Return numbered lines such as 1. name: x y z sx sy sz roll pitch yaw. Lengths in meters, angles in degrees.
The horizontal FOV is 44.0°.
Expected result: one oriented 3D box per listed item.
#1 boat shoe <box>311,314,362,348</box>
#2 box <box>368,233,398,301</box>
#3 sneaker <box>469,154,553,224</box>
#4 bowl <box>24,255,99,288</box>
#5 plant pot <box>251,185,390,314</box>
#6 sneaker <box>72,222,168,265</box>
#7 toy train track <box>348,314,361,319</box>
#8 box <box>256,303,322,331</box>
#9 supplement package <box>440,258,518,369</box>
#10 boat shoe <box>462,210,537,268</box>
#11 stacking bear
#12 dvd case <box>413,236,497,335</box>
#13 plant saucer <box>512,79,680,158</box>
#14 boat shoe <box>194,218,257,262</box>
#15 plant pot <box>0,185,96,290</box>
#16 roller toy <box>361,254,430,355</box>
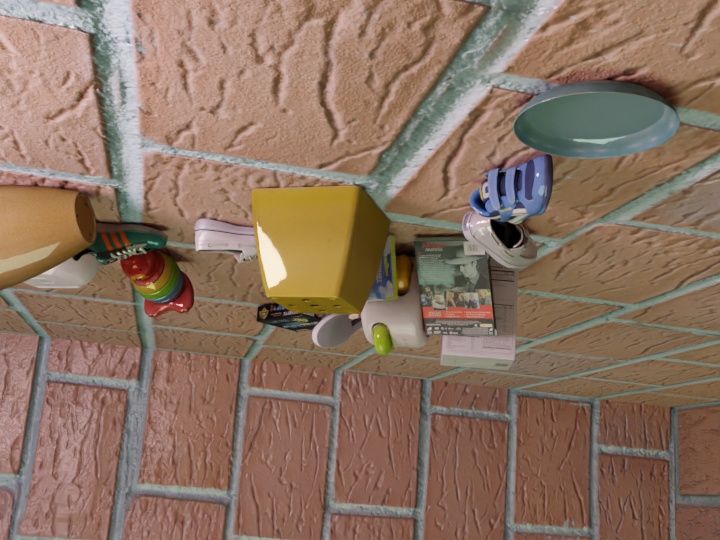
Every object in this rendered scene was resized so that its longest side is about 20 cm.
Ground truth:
1. boat shoe: -0.046 0.103 1.891 0.065 0.071 0.199 12 -149 38
2. box: 0.000 0.000 1.721 0.198 0.125 0.047 -8 175 43
3. sneaker: 0.221 -0.115 1.294 0.081 0.076 0.200 9 165 -10
4. bowl: -0.718 -0.011 2.030 0.195 0.076 0.200 0 164 16
5. plant pot: -0.072 -0.026 1.531 0.196 0.180 0.200 1 166 18
6. sneaker: -0.483 -0.048 1.780 0.196 0.082 0.071 3 166 6
7. toy train track: -0.083 0.073 1.843 0.197 0.033 0.114 17 -169 28
8. box: -0.167 0.126 2.455 0.198 0.047 0.157 -10 160 44
9. supplement package: 0.244 0.090 1.838 0.147 0.204 0.152 4 167 5
10. boat shoe: 0.257 -0.051 1.534 0.065 0.075 0.198 -3 166 45
11. stacking bear: -0.456 0.007 1.944 0.119 0.116 0.201 -8 153 12
12. dvd case: 0.182 0.031 1.699 0.143 0.204 0.022 -1 -154 20
13. plant saucer: 0.285 -0.185 1.084 0.196 0.028 0.200 5 166 1
14. boat shoe: -0.227 -0.047 1.726 0.196 0.068 0.073 9 166 -17
15. plant pot: -0.574 -0.071 1.565 0.196 0.190 0.187 -10 165 5
16. roller toy: 0.085 0.061 1.823 0.137 0.205 0.182 1 -171 15
